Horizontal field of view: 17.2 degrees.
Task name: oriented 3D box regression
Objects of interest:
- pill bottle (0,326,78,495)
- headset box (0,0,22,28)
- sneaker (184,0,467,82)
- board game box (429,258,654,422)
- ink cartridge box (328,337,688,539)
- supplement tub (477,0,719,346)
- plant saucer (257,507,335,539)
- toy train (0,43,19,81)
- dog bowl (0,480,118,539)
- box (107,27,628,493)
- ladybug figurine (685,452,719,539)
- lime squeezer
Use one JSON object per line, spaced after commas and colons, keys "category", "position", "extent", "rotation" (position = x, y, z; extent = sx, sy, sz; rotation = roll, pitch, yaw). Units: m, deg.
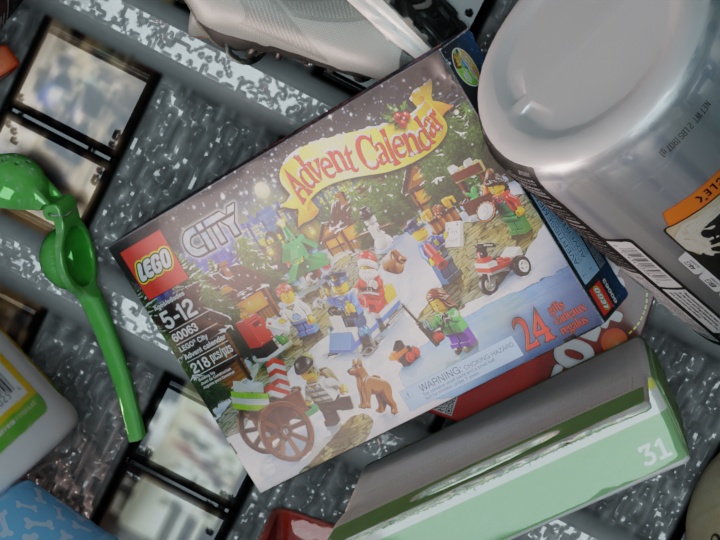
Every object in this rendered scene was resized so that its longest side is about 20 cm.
{"category": "pill bottle", "position": [-0.234, 0.032, 1.086], "extent": [0.111, 0.111, 0.200], "rotation": [-42, 91, 7]}
{"category": "headset box", "position": [-0.196, -0.185, 1.049], "extent": [0.148, 0.075, 0.200], "rotation": [37, 77, 0]}
{"category": "sneaker", "position": [-0.027, -0.120, 1.082], "extent": [0.200, 0.074, 0.079], "rotation": [35, 107, 6]}
{"category": "board game box", "position": [0.093, -0.019, 1.104], "extent": [0.103, 0.019, 0.201], "rotation": [18, 97, 1]}
{"category": "ink cartridge box", "position": [0.064, 0.088, 1.000], "extent": [0.145, 0.200, 0.048], "rotation": [-25, 94, 7]}
{"category": "supplement tub", "position": [0.152, -0.044, 1.009], "extent": [0.123, 0.123, 0.200], "rotation": [-49, 128, 7]}
{"category": "plant saucer", "position": [0.036, 0.181, 1.040], "extent": [0.199, 0.200, 0.037], "rotation": [19, 105, 2]}
{"category": "toy train", "position": [-0.254, -0.138, 1.098], "extent": [0.199, 0.056, 0.151], "rotation": [5, 97, 4]}
{"category": "dog bowl", "position": [-0.195, 0.171, 1.049], "extent": [0.200, 0.111, 0.050], "rotation": [-45, 86, 0]}
{"category": "box", "position": [0.000, 0.000, 1.061], "extent": [0.200, 0.038, 0.137], "rotation": [-29, 97, 30]}
{"category": "ladybug figurine", "position": [0.242, 0.149, 1.083], "extent": [0.200, 0.072, 0.136], "rotation": [30, 97, 0]}
{"category": "lime squeezer", "position": [-0.157, -0.008, 1.114], "extent": [0.200, 0.038, 0.071], "rotation": [43, 97, -2]}
